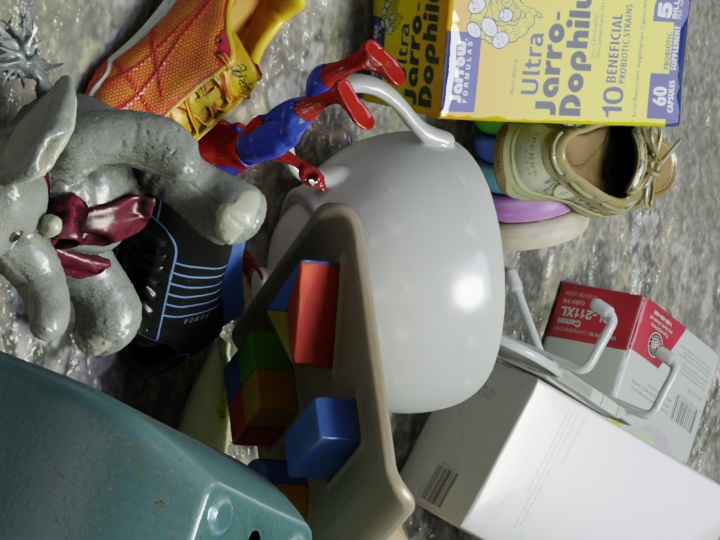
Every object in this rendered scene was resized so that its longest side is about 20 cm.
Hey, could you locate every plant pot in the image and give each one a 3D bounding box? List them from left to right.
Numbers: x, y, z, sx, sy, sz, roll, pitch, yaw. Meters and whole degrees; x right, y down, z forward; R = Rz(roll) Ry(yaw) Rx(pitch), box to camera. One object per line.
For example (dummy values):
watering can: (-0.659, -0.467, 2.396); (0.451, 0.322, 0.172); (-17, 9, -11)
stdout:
plant pot: (-0.146, 0.168, 1.557); (0.196, 0.199, 0.197); (33, 71, -54)

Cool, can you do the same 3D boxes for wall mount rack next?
wall mount rack: (0.132, 0.041, 1.965); (0.200, 0.173, 0.075); (33, 82, -54)

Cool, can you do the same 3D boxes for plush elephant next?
plush elephant: (-0.177, -0.033, 1.496); (0.200, 0.164, 0.155); (53, 36, -10)

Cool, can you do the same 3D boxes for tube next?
tube: (-0.109, 0.142, 1.736); (0.052, 0.058, 0.201); (17, 82, -37)

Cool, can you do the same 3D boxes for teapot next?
teapot: (0.000, 0.000, 1.774); (0.145, 0.197, 0.201); (-3, 71, -19)

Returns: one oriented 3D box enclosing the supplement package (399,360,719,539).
supplement package: (0.149, 0.162, 1.972); (0.199, 0.121, 0.120); (30, 86, -25)

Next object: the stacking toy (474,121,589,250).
stacking toy: (0.115, -0.121, 1.975); (0.085, 0.085, 0.201); (-28, 116, -49)

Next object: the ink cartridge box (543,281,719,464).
ink cartridge box: (0.194, 0.130, 2.146); (0.146, 0.082, 0.201); (35, 70, -52)

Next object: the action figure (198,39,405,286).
action figure: (-0.041, -0.061, 1.644); (0.099, 0.199, 0.065); (52, 49, -18)

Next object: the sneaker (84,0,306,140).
sneaker: (-0.107, -0.113, 1.643); (0.201, 0.077, 0.073); (-58, 142, -16)

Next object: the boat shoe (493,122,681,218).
boat shoe: (0.175, -0.074, 1.943); (0.199, 0.062, 0.074); (-4, 92, -50)

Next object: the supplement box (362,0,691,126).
supplement box: (0.115, -0.160, 1.865); (0.199, 0.109, 0.110); (-1, 100, -29)

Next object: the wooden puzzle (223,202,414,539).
wooden puzzle: (-0.036, 0.087, 1.635); (0.046, 0.185, 0.201); (1, 61, -25)

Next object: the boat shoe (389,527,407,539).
boat shoe: (0.031, 0.236, 1.920); (0.074, 0.069, 0.201); (-50, 139, -35)

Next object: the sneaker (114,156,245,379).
sneaker: (-0.117, -0.004, 1.629); (0.078, 0.070, 0.200); (-42, 154, -20)
